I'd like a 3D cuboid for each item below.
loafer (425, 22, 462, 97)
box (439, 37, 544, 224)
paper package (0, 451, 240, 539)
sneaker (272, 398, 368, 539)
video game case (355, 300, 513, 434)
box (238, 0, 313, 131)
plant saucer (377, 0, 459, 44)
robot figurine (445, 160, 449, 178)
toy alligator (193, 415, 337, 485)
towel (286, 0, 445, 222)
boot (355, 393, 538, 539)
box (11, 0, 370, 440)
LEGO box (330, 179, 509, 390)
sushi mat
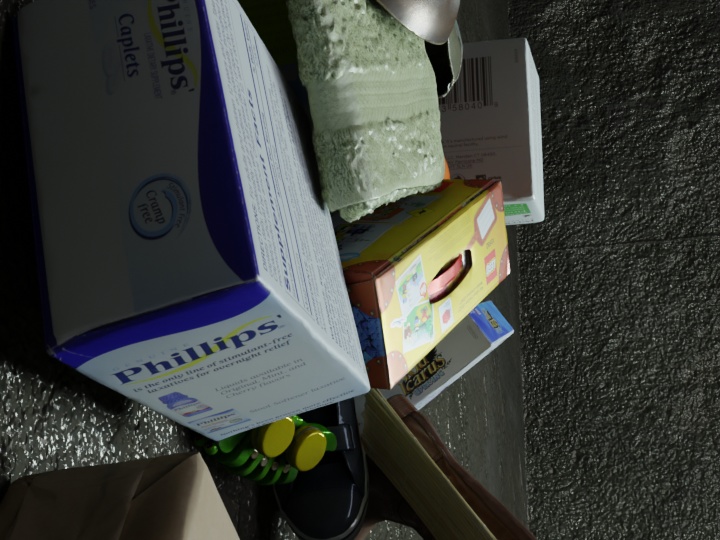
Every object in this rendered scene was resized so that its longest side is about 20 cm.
[{"bbox_3d":[0.044,-0.226,0.882,0.070,0.074,0.201,-96,161,-46],"label":"loafer"},{"bbox_3d":[0.127,-0.164,1.352,0.171,0.195,0.204,20,67,-75],"label":"box"},{"bbox_3d":[-0.103,0.215,0.467,0.192,0.102,0.202,-78,157,-50],"label":"paper package"},{"bbox_3d":[-0.040,0.108,0.822,0.080,0.077,0.203,75,5,-54],"label":"sneaker"},{"bbox_3d":[0.056,0.103,1.020,0.046,0.181,0.200,51,10,9],"label":"video game case"},{"bbox_3d":[-0.049,-0.146,0.768,0.048,0.120,0.204,-123,-157,-70],"label":"box"},{"bbox_3d":[0.010,-0.244,0.714,0.200,0.032,0.202,44,26,-28],"label":"plant saucer"},{"bbox_3d":[0.040,-0.064,1.095,0.201,0.114,0.146,78,5,-57],"label":"robot figurine"},{"bbox_3d":[-0.083,0.105,0.705,0.199,0.059,0.055,36,83,-51],"label":"toy alligator"},{"bbox_3d":[0.013,-0.117,0.694,0.200,0.036,0.151,-26,106,-66],"label":"towel"},{"bbox_3d":[0.059,0.232,0.882,0.064,0.200,0.188,-17,140,-40],"label":"boot"},{"bbox_3d":[-0.082,-0.029,0.565,0.200,0.103,0.187,54,20,-65],"label":"box"},{"bbox_3d":[0.000,0.000,0.760,0.200,0.147,0.079,-36,122,-52],"label":"LEGO box"},{"bbox_3d":[0.060,0.179,0.795,0.200,0.012,0.097,49,-27,31],"label":"sushi mat"}]
